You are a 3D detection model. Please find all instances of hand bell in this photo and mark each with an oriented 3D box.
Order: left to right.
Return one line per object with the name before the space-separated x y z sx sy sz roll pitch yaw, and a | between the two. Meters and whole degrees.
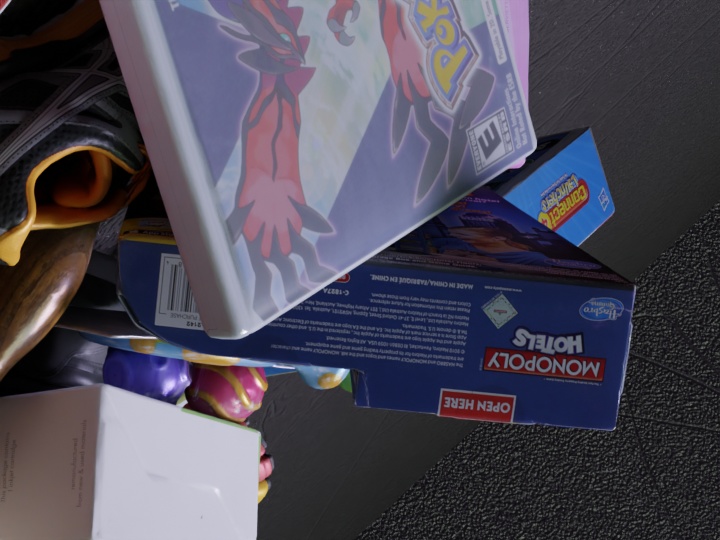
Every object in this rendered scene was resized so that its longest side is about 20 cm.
hand bell | -0.163 0.054 0.754 0.201 0.103 0.104 -59 171 -12

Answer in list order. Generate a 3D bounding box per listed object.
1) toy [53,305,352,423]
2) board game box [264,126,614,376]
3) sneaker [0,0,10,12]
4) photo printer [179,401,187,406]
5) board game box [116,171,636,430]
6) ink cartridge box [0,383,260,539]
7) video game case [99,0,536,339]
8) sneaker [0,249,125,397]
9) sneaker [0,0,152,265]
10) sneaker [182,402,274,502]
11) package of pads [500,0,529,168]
toy | -0.070 0.044 0.863 0.199 0.114 0.048 1 94 -45
board game box | 0.019 -0.009 1.098 0.194 0.056 0.200 -11 -164 36
sneaker | -0.158 -0.037 0.559 0.116 0.078 0.201 -50 -172 45
photo printer | -0.193 0.121 1.088 0.200 0.070 0.166 -49 166 25
board game box | 0.000 0.000 0.808 0.200 0.198 0.062 -99 -165 -76
ink cartridge box | -0.157 0.102 0.846 0.198 0.068 0.117 -9 161 32
video game case | -0.017 -0.104 0.680 0.023 0.202 0.182 1 -156 43
sneaker | -0.136 0.055 0.973 0.200 0.070 0.100 53 54 -72
sneaker | -0.108 -0.059 0.752 0.200 0.077 0.078 -33 163 -46
sneaker | -0.129 0.135 0.960 0.082 0.078 0.200 -36 172 -49
package of pads | -0.002 -0.097 0.784 0.075 0.122 0.199 -2 -177 35
